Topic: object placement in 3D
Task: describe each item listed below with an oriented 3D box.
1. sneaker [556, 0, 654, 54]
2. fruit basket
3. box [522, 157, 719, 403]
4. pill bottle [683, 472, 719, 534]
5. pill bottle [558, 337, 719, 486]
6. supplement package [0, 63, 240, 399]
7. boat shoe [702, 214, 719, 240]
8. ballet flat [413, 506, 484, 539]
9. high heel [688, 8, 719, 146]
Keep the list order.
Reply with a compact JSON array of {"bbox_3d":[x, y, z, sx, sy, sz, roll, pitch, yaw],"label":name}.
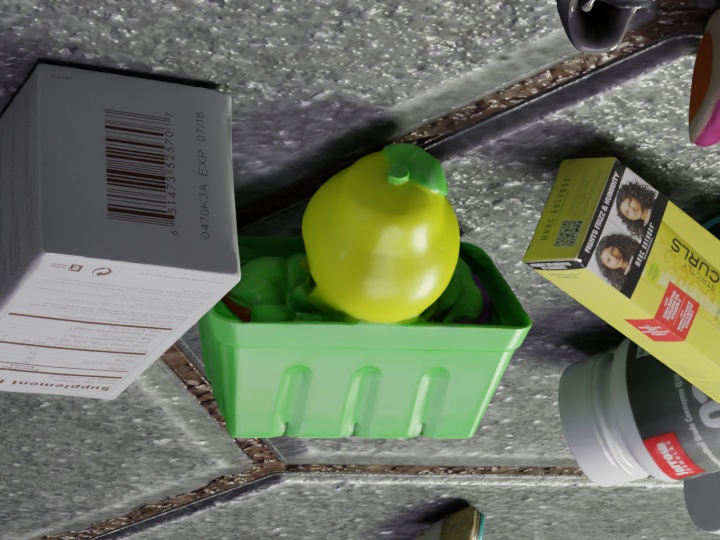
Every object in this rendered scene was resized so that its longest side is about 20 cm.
[{"bbox_3d":[0.132,-0.164,1.033,0.077,0.082,0.200,-2,158,-7],"label":"sneaker"},{"bbox_3d":[0.000,0.000,1.379,0.215,0.156,0.216,-6,115,-12],"label":"fruit basket"},{"bbox_3d":[0.191,0.010,1.399,0.200,0.075,0.050,36,159,-34],"label":"box"},{"bbox_3d":[0.374,0.183,1.883,0.200,0.111,0.111,7,155,-27],"label":"pill bottle"},{"bbox_3d":[0.251,0.088,1.623,0.200,0.114,0.114,-19,154,30],"label":"pill bottle"},{"bbox_3d":[-0.160,-0.016,1.283,0.117,0.117,0.200,6,155,-26],"label":"supplement package"},{"bbox_3d":[0.296,-0.015,1.444,0.200,0.069,0.084,-19,154,34],"label":"boat shoe"},{"bbox_3d":[0.078,0.266,2.090,0.071,0.071,0.200,-5,157,-1],"label":"ballet flat"},{"bbox_3d":[0.237,-0.123,1.179,0.096,0.067,0.200,9,142,-7],"label":"high heel"}]
